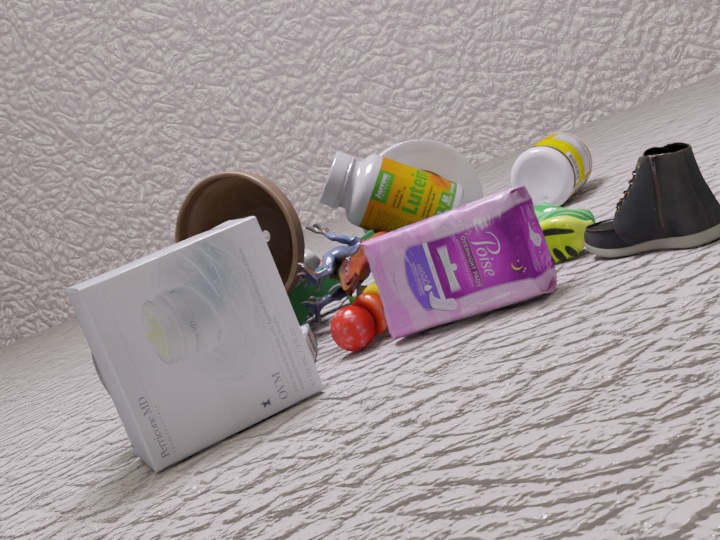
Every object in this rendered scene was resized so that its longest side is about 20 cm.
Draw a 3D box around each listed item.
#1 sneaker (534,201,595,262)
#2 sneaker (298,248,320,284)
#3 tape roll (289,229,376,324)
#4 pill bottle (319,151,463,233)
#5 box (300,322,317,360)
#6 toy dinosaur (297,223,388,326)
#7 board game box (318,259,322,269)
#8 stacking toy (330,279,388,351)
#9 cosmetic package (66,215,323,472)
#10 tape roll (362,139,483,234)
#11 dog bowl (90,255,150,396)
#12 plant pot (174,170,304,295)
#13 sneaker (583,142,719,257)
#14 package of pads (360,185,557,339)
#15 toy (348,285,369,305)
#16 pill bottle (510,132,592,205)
[{"bbox_3d":[0.214,-0.042,1.320,0.199,0.075,0.083,-2,22,44],"label":"sneaker"},{"bbox_3d":[-0.128,0.002,1.551,0.076,0.081,0.200,-35,1,-33],"label":"sneaker"},{"bbox_3d":[-0.047,0.019,1.506,0.200,0.048,0.200,-38,-1,-1],"label":"tape roll"},{"bbox_3d":[0.045,-0.107,1.538,0.199,0.112,0.111,19,6,-4],"label":"pill bottle"},{"bbox_3d":[-0.153,0.126,1.298,0.199,0.035,0.110,-22,7,4],"label":"box"},{"bbox_3d":[0.000,0.000,1.337,0.181,0.106,0.199,-31,27,-35],"label":"toy dinosaur"},{"bbox_3d":[-0.142,0.044,1.795,0.199,0.056,0.195,-28,9,-39],"label":"board game box"},{"bbox_3d":[0.034,0.034,1.261,0.085,0.086,0.200,-14,14,47],"label":"stacking toy"},{"bbox_3d":[-0.176,0.073,1.088,0.199,0.200,0.123,-25,8,-19],"label":"cosmetic package"},{"bbox_3d":[0.094,-0.106,1.630,0.201,0.204,0.071,-22,6,0],"label":"tape roll"},{"bbox_3d":[-0.211,0.080,1.191,0.199,0.201,0.059,-24,-3,-16],"label":"dog bowl"},{"bbox_3d":[-0.154,-0.043,1.445,0.200,0.202,0.093,-18,3,29],"label":"plant pot"},{"bbox_3d":[0.312,-0.079,1.134,0.075,0.107,0.200,-26,8,-29],"label":"sneaker"},{"bbox_3d":[0.108,-0.007,1.150,0.199,0.121,0.076,-19,2,26],"label":"package of pads"},{"bbox_3d":[0.064,-0.010,1.448,0.199,0.047,0.115,-35,5,2],"label":"toy"},{"bbox_3d":[0.338,-0.177,1.781,0.109,0.110,0.200,-18,8,29],"label":"pill bottle"}]
